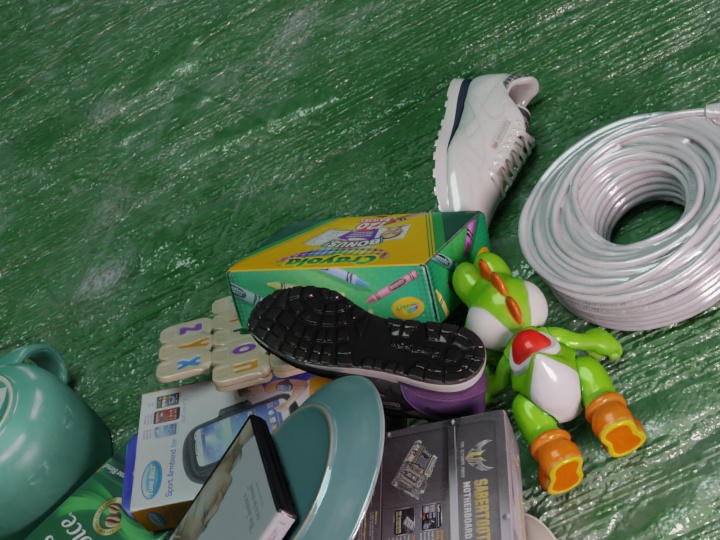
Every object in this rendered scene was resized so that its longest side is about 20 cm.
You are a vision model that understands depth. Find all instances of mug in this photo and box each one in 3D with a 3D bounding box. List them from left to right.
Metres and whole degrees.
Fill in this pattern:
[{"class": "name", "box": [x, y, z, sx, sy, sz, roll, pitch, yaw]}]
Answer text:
[{"class": "mug", "box": [-0.329, 0.154, 1.294, 0.152, 0.114, 0.185, -40, 43, -3]}]

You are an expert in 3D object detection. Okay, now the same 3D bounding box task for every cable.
[{"class": "cable", "box": [0.232, -0.044, 1.141, 0.200, 0.069, 0.200, 3, 56, 36]}]

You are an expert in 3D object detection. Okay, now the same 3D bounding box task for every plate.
[{"class": "plate", "box": [-0.050, 0.163, 1.008, 0.200, 0.026, 0.200, -46, 27, 33]}]

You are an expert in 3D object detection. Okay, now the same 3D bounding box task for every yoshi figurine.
[{"class": "yoshi figurine", "box": [0.138, 0.076, 1.098, 0.112, 0.112, 0.200, -59, 47, 37]}]

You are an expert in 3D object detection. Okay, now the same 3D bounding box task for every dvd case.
[{"class": "dvd case", "box": [-0.117, 0.219, 1.030, 0.200, 0.018, 0.143, -56, 23, 12]}]

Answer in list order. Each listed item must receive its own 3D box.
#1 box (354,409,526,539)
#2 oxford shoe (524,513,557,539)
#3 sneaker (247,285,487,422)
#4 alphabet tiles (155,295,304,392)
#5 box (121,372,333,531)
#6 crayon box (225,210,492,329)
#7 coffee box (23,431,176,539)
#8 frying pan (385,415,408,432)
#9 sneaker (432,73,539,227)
[{"class": "box", "box": [0.036, 0.199, 0.981, 0.158, 0.048, 0.200, -12, 41, 12]}, {"class": "oxford shoe", "box": [0.115, 0.250, 0.967, 0.075, 0.058, 0.200, -19, 44, 20]}, {"class": "sneaker", "box": [0.002, 0.079, 1.097, 0.200, 0.088, 0.076, 16, 50, 22]}, {"class": "alphabet tiles", "box": [-0.082, 0.054, 1.223, 0.195, 0.015, 0.200, -15, 19, -1]}, {"class": "box", "box": [-0.111, 0.145, 1.160, 0.200, 0.042, 0.119, -12, 49, 12]}, {"class": "crayon box", "box": [0.000, 0.000, 1.203, 0.200, 0.058, 0.119, -2, 23, 31]}, {"class": "coffee box", "box": [-0.213, 0.232, 1.201, 0.200, 0.044, 0.123, -43, 44, -8]}, {"class": "frying pan", "box": [0.007, 0.104, 1.188, 0.115, 0.031, 0.190, 21, 69, 41]}, {"class": "sneaker", "box": [0.116, -0.107, 1.271, 0.080, 0.076, 0.200, -4, 52, 18]}]
